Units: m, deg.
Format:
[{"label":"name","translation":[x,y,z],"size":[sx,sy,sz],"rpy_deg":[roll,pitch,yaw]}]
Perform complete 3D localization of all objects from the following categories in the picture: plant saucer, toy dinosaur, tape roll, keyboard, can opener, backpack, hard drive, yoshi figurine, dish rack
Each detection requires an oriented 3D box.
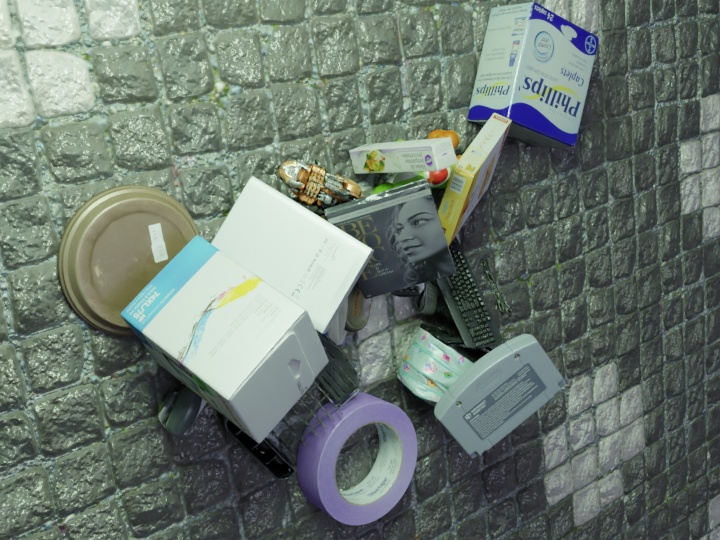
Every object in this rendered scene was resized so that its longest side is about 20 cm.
[{"label":"plant saucer","translation":[-0.294,-0.011,1.083],"size":[0.199,0.029,0.202],"rpy_deg":[-6,100,-36]},{"label":"toy dinosaur","translation":[-0.040,-0.098,1.184],"size":[0.200,0.135,0.102],"rpy_deg":[47,72,-24]},{"label":"tape roll","translation":[-0.003,0.302,1.329],"size":[0.199,0.065,0.202],"rpy_deg":[-6,101,-36]},{"label":"keyboard","translation":[0.185,0.028,1.352],"size":[0.126,0.021,0.201],"rpy_deg":[-13,73,-36]},{"label":"can opener","translation":[-0.205,0.143,1.150],"size":[0.053,0.067,0.201],"rpy_deg":[44,72,-34]},{"label":"backpack","translation":[0.162,0.176,1.380],"size":[0.199,0.167,0.127],"rpy_deg":[31,84,-30]},{"label":"hard drive","translation":[-0.099,-0.022,1.130],"size":[0.132,0.199,0.026],"rpy_deg":[-59,169,0]},{"label":"yoshi figurine","translation":[0.082,-0.142,1.318],"size":[0.200,0.112,0.112],"rpy_deg":[-44,162,-39]},{"label":"dish rack","translation":[-0.094,0.195,1.226],"size":[0.200,0.055,0.154],"rpy_deg":[-41,121,-6]}]

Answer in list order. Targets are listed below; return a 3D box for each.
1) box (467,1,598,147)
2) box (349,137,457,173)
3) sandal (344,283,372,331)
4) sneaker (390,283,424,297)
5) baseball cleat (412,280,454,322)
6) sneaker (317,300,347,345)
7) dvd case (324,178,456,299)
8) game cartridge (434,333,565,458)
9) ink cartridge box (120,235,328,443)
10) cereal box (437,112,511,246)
[{"label":"box","translation":[0.299,-0.331,1.422],"size":[0.183,0.105,0.202],"rpy_deg":[12,91,-37]},{"label":"box","translation":[0.058,-0.167,1.210],"size":[0.041,0.199,0.039],"rpy_deg":[-27,110,-32]},{"label":"sandal","translation":[0.000,0.000,1.286],"size":[0.081,0.054,0.202],"rpy_deg":[0,98,-37]},{"label":"sneaker","translation":[0.075,-0.043,1.273],"size":[0.074,0.201,0.082],"rpy_deg":[6,54,-6]},{"label":"baseball cleat","translation":[0.148,0.064,1.409],"size":[0.106,0.070,0.201],"rpy_deg":[-36,108,-20]},{"label":"sneaker","translation":[-0.083,0.031,1.222],"size":[0.201,0.110,0.077],"rpy_deg":[82,17,-46]},{"label":"dvd case","translation":[0.048,-0.039,1.190],"size":[0.148,0.016,0.201],"rpy_deg":[-16,138,8]},{"label":"game cartridge","translation":[0.219,0.197,1.313],"size":[0.200,0.041,0.133],"rpy_deg":[-39,122,1]},{"label":"ink cartridge box","translation":[-0.169,0.088,1.057],"size":[0.146,0.199,0.147],"rpy_deg":[-48,152,-20]},{"label":"cereal box","translation":[0.176,-0.144,1.306],"size":[0.200,0.039,0.145],"rpy_deg":[-52,163,-46]}]
